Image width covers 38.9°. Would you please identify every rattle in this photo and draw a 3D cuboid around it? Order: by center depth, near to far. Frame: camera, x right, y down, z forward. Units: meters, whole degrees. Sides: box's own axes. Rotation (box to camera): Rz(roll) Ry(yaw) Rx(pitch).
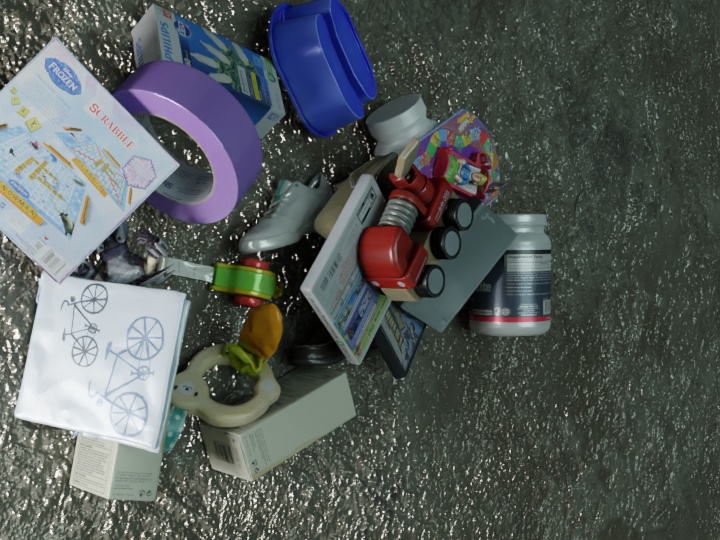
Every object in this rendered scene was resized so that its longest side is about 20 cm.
[{"bbox_3d":[-0.195,0.140,1.322,0.198,0.143,0.131,-13,71,-29],"label":"rattle"}]

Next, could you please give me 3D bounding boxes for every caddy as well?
[{"bbox_3d":[-0.062,-0.291,1.464,0.201,0.104,0.142,64,31,-25],"label":"caddy"}]

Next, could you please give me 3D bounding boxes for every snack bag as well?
[{"bbox_3d":[-0.311,0.107,1.215,0.021,0.198,0.191,34,65,-76],"label":"snack bag"}]

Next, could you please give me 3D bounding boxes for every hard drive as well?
[{"bbox_3d":[0.148,-0.007,1.578,0.201,0.033,0.139,-53,144,4],"label":"hard drive"}]

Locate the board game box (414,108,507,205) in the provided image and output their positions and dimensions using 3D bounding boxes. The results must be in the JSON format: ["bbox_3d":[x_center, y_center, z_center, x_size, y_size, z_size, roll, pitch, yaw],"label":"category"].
[{"bbox_3d":[0.161,-0.152,1.555,0.200,0.039,0.159,-38,115,-36],"label":"board game box"}]

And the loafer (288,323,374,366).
[{"bbox_3d":[-0.039,0.090,1.523,0.199,0.072,0.072,-24,104,-49],"label":"loafer"}]

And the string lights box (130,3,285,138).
[{"bbox_3d":[-0.199,-0.258,1.342,0.199,0.059,0.104,18,45,-41],"label":"string lights box"}]

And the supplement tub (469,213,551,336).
[{"bbox_3d":[0.254,0.006,1.732,0.139,0.140,0.202,-1,92,-42],"label":"supplement tub"}]

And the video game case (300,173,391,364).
[{"bbox_3d":[0.000,0.000,1.424,0.201,0.022,0.183,-63,144,-27],"label":"video game case"}]

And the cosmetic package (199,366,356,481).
[{"bbox_3d":[-0.114,0.210,1.431,0.199,0.103,0.074,-25,109,-37],"label":"cosmetic package"}]

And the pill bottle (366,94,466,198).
[{"bbox_3d":[0.091,-0.165,1.597,0.116,0.116,0.201,-42,116,-33],"label":"pill bottle"}]

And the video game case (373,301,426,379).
[{"bbox_3d":[0.044,0.033,1.572,0.201,0.025,0.181,62,30,-23],"label":"video game case"}]

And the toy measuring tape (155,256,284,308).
[{"bbox_3d":[-0.179,0.010,1.389,0.199,0.073,0.074,16,81,-42],"label":"toy measuring tape"}]

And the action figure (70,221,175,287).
[{"bbox_3d":[-0.309,-0.038,1.256,0.129,0.069,0.202,-22,97,-2],"label":"action figure"}]

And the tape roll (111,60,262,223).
[{"bbox_3d":[-0.221,-0.155,1.252,0.201,0.199,0.066,56,46,-28],"label":"tape roll"}]

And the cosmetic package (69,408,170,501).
[{"bbox_3d":[-0.293,0.177,1.269,0.071,0.105,0.202,14,83,-43],"label":"cosmetic package"}]

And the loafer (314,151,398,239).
[{"bbox_3d":[-0.003,-0.110,1.476,0.200,0.068,0.076,-50,140,-42],"label":"loafer"}]

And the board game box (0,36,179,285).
[{"bbox_3d":[-0.348,-0.124,1.173,0.199,0.041,0.200,-44,107,-4],"label":"board game box"}]

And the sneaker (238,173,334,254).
[{"bbox_3d":[-0.109,-0.084,1.455,0.199,0.075,0.089,-30,107,-48],"label":"sneaker"}]

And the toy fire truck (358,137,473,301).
[{"bbox_3d":[0.062,-0.078,1.387,0.200,0.128,0.177,47,58,-38],"label":"toy fire truck"}]
